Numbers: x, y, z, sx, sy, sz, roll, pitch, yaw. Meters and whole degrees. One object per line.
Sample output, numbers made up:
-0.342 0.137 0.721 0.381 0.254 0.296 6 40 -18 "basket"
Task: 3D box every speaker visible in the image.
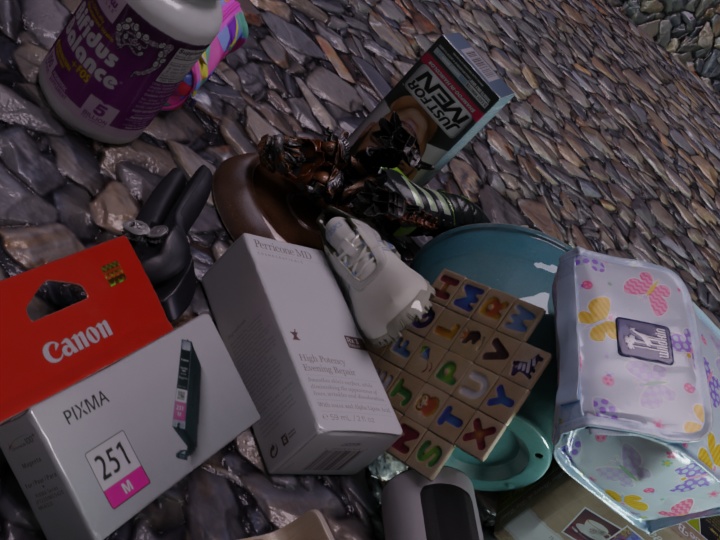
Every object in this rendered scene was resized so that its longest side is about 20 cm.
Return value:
0.063 0.253 0.784 0.081 0.081 0.201 28 34 -28 "speaker"

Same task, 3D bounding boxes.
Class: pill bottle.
-0.193 -0.217 0.918 0.112 0.200 0.113 32 32 -22 "pill bottle"

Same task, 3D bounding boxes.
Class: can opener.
-0.168 -0.038 0.887 0.063 0.079 0.201 0 34 0 "can opener"

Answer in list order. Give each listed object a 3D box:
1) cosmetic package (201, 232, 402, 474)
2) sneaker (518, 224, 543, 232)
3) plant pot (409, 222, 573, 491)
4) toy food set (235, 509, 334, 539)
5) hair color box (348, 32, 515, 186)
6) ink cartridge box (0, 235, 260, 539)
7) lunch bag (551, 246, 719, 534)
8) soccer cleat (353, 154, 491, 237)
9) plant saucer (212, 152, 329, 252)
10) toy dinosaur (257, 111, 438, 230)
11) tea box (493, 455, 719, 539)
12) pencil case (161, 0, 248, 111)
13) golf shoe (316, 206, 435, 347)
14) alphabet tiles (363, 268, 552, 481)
-0.052 0.070 0.873 0.101 0.074 0.201 12 45 -46 "cosmetic package"
0.173 -0.006 1.180 0.080 0.074 0.200 38 30 -10 "sneaker"
0.122 0.093 0.965 0.200 0.200 0.189 35 46 -18 "plant pot"
-0.072 0.230 0.658 0.199 0.060 0.144 6 48 -49 "toy food set"
0.071 -0.168 1.196 0.099 0.200 0.061 49 29 6 "hair color box"
-0.169 0.068 0.709 0.174 0.043 0.200 64 29 -3 "ink cartridge box"
0.229 0.096 0.844 0.200 0.127 0.170 38 43 -32 "lunch bag"
0.064 -0.063 1.158 0.199 0.067 0.081 26 50 -23 "soccer cleat"
-0.060 -0.051 1.057 0.200 0.032 0.201 33 32 -24 "plant saucer"
-0.002 -0.093 1.031 0.199 0.135 0.103 1 83 -35 "toy dinosaur"
0.252 0.220 1.013 0.200 0.134 0.197 40 29 -9 "tea box"
-0.179 -0.236 1.083 0.088 0.088 0.200 38 29 -13 "pencil case"
0.000 0.000 0.925 0.097 0.078 0.200 47 1 -22 "golf shoe"
0.066 0.082 0.873 0.006 0.167 0.200 42 -11 -36 "alphabet tiles"
